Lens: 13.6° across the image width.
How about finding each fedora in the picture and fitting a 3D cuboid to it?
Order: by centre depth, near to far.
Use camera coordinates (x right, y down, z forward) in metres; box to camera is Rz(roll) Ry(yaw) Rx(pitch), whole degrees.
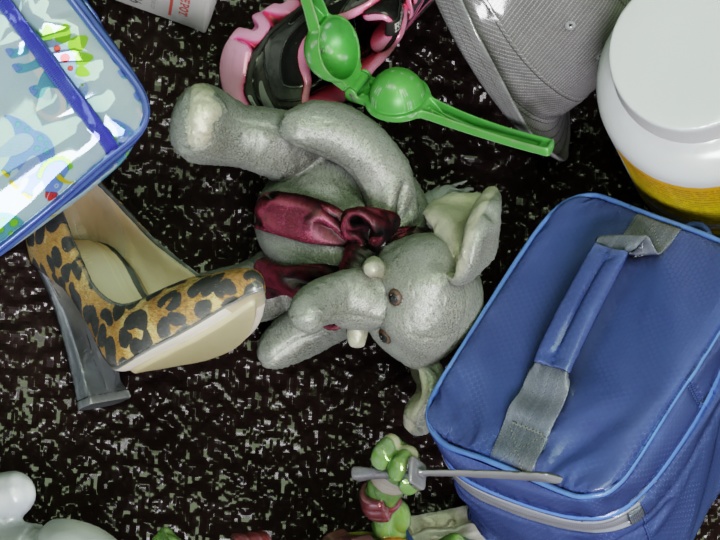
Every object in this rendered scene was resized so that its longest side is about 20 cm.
[{"bbox_3d":[0.109,-0.162,1.673,0.090,0.200,0.178,-21,49,22],"label":"fedora"}]

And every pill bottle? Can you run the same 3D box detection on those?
[{"bbox_3d":[0.187,-0.090,1.620,0.112,0.200,0.114,-3,77,12],"label":"pill bottle"}]

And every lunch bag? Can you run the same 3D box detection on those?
[{"bbox_3d":[-0.217,-0.113,1.612,0.160,0.082,0.200,-36,96,-6],"label":"lunch bag"},{"bbox_3d":[0.136,0.057,1.624,0.135,0.133,0.201,20,66,27],"label":"lunch bag"}]

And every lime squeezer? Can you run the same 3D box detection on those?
[{"bbox_3d":[0.014,-0.116,1.635,0.200,0.071,0.038,41,35,-4],"label":"lime squeezer"}]

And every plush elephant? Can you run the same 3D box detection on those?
[{"bbox_3d":[0.000,0.000,1.641,0.199,0.155,0.166,-1,118,-22],"label":"plush elephant"}]

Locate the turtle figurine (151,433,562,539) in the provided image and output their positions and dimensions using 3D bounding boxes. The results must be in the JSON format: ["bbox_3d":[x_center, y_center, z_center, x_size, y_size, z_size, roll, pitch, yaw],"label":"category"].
[{"bbox_3d":[0.002,0.166,1.541,0.193,0.200,0.145,-9,115,-24],"label":"turtle figurine"}]

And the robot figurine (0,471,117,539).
[{"bbox_3d":[-0.192,0.194,1.583,0.199,0.113,0.171,-11,90,12],"label":"robot figurine"}]

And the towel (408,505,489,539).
[{"bbox_3d":[0.097,0.222,1.669,0.132,0.034,0.201,-12,78,-9],"label":"towel"}]

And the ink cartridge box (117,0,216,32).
[{"bbox_3d":[-0.128,-0.201,1.706,0.199,0.117,0.068,19,73,-1],"label":"ink cartridge box"}]

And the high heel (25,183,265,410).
[{"bbox_3d":[-0.120,-0.015,1.623,0.071,0.200,0.143,-7,78,-36],"label":"high heel"}]

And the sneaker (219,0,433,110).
[{"bbox_3d":[0.011,-0.156,1.715,0.079,0.095,0.200,45,77,-25],"label":"sneaker"}]
